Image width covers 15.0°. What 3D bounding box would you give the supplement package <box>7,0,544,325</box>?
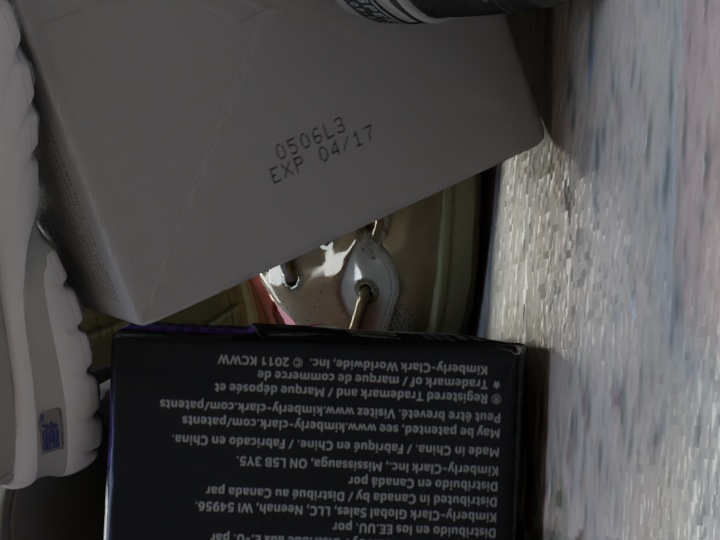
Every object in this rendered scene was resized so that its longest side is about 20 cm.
[{"bbox_3d":[-0.061,-0.071,0.742,0.200,0.121,0.120,11,124,66],"label":"supplement package"}]

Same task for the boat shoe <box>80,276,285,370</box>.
[{"bbox_3d":[-0.050,0.052,0.948,0.201,0.073,0.063,68,-164,4],"label":"boat shoe"}]

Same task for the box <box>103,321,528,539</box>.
[{"bbox_3d":[-0.016,0.115,0.723,0.122,0.106,0.200,-176,89,-88],"label":"box"}]

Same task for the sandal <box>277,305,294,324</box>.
[{"bbox_3d":[-0.035,0.072,1.028,0.207,0.059,0.079,-117,37,-48],"label":"sandal"}]

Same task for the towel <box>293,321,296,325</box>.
[{"bbox_3d":[-0.025,-0.022,1.013,0.145,0.022,0.200,60,-174,-16],"label":"towel"}]

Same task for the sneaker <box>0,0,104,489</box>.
[{"bbox_3d":[-0.121,-0.025,0.643,0.075,0.082,0.200,30,139,58],"label":"sneaker"}]

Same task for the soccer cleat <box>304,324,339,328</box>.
[{"bbox_3d":[-0.004,0.115,0.819,0.085,0.069,0.200,26,119,49],"label":"soccer cleat"}]

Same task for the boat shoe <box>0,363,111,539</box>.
[{"bbox_3d":[-0.086,0.057,0.820,0.200,0.063,0.073,-11,-77,-70],"label":"boat shoe"}]

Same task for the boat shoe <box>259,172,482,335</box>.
[{"bbox_3d":[0.000,0.000,0.850,0.072,0.065,0.200,-94,7,-56],"label":"boat shoe"}]

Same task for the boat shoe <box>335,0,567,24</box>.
[{"bbox_3d":[0.027,-0.157,0.625,0.071,0.064,0.200,-6,-85,-54],"label":"boat shoe"}]
